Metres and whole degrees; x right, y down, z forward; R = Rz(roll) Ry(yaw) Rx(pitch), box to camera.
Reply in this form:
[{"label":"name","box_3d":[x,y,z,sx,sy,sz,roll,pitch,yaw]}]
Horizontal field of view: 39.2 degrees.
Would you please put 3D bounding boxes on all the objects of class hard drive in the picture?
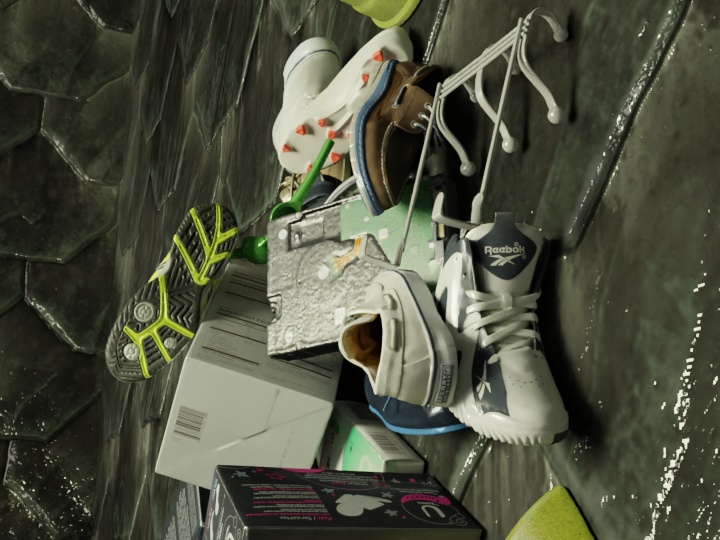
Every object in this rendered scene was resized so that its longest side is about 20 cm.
[{"label":"hard drive","box_3d":[0.000,0.000,0.935,0.199,0.038,0.140,-15,67,33]}]

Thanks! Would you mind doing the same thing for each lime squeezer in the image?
[{"label":"lime squeezer","box_3d":[-0.088,-0.048,1.044,0.200,0.038,0.071,-43,19,25]}]

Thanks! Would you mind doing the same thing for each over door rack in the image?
[{"label":"over door rack","box_3d":[0.087,-0.092,0.795,0.200,0.066,0.148,-64,15,-22]}]

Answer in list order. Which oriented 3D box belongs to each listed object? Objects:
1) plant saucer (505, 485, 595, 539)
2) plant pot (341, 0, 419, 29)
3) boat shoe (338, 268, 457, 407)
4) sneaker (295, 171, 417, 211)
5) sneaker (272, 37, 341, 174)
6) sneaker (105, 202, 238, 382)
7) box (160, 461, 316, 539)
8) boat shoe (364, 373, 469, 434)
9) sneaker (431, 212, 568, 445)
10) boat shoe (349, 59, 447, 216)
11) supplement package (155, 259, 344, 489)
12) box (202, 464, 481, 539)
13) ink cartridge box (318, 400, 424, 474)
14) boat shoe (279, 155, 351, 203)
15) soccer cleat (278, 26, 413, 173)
[{"label":"plant saucer","box_3d":[0.116,0.281,0.672,0.200,0.048,0.201,-114,37,-53]},{"label":"plant pot","box_3d":[-0.033,-0.371,1.065,0.200,0.184,0.201,-174,90,-68]},{"label":"boat shoe","box_3d":[0.017,0.047,0.783,0.200,0.070,0.071,-114,31,-67]},{"label":"sneaker","box_3d":[-0.011,-0.075,1.067,0.202,0.077,0.146,-41,23,31]},{"label":"sneaker","box_3d":[-0.062,-0.200,1.260,0.200,0.073,0.071,111,147,-53]},{"label":"sneaker","box_3d":[-0.184,0.029,1.029,0.200,0.075,0.076,-56,-2,-11]},{"label":"box","box_3d":[-0.143,0.314,1.181,0.107,0.148,0.200,-106,31,-46]},{"label":"boat shoe","box_3d":[0.041,0.096,0.866,0.200,0.084,0.069,-178,81,-66]},{"label":"sneaker","box_3d":[0.103,0.029,0.738,0.199,0.079,0.130,-106,21,-65]},{"label":"boat shoe","box_3d":[0.039,-0.130,0.907,0.200,0.072,0.072,-81,-25,-42]},{"label":"supplement package","box_3d":[-0.105,0.116,1.064,0.200,0.150,0.152,-78,7,-61]},{"label":"box","box_3d":[-0.022,0.244,0.824,0.115,0.199,0.133,-145,64,-67]},{"label":"ink cartridge box","box_3d":[-0.004,0.248,0.989,0.161,0.050,0.201,-148,69,-67]},{"label":"boat shoe","box_3d":[-0.064,-0.085,1.218,0.072,0.065,0.200,-103,29,-42]},{"label":"soccer cleat","box_3d":[-0.012,-0.178,1.084,0.200,0.069,0.078,-42,18,31]}]
